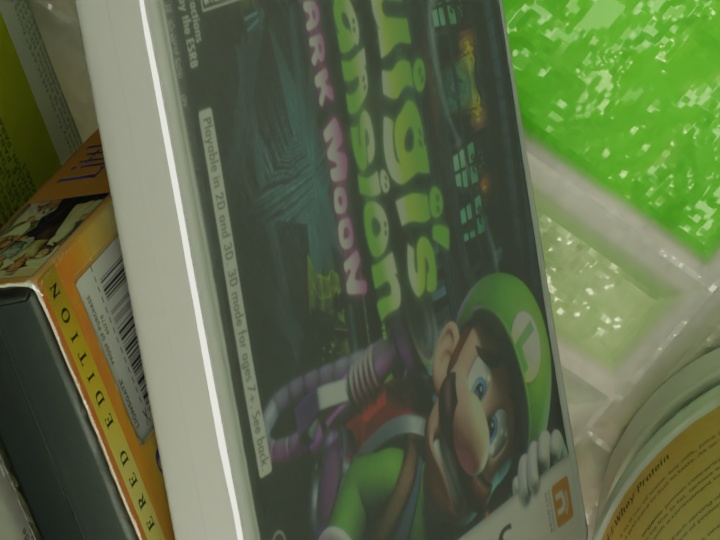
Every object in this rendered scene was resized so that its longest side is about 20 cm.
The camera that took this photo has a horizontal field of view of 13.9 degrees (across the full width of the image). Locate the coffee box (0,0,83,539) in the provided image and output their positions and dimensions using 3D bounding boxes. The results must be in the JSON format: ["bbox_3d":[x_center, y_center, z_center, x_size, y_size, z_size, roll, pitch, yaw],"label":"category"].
[{"bbox_3d":[-0.168,0.053,0.712,0.199,0.198,0.201,-12,114,15],"label":"coffee box"}]

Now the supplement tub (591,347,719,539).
[{"bbox_3d":[0.136,0.108,0.773,0.144,0.200,0.145,-2,111,-4],"label":"supplement tub"}]

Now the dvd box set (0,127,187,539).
[{"bbox_3d":[-0.022,0.018,0.732,0.029,0.200,0.147,-7,117,28],"label":"dvd box set"}]

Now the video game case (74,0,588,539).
[{"bbox_3d":[0.000,0.000,0.717,0.023,0.182,0.201,-5,101,27],"label":"video game case"}]
